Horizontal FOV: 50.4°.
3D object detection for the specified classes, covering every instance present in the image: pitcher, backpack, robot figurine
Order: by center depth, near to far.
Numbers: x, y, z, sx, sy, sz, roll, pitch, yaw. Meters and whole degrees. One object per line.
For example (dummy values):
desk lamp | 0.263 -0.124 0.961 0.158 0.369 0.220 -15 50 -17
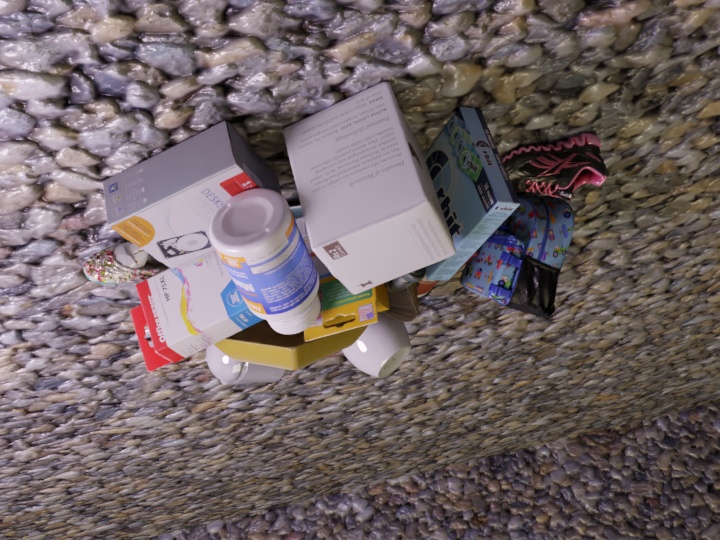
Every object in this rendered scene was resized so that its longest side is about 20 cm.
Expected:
backpack | 0.278 -0.041 1.334 0.133 0.183 0.203 16 99 -19
pitcher | 0.008 0.101 1.423 0.121 0.200 0.171 -44 156 5
robot figurine | -0.216 0.161 1.496 0.198 0.113 0.171 5 125 -36

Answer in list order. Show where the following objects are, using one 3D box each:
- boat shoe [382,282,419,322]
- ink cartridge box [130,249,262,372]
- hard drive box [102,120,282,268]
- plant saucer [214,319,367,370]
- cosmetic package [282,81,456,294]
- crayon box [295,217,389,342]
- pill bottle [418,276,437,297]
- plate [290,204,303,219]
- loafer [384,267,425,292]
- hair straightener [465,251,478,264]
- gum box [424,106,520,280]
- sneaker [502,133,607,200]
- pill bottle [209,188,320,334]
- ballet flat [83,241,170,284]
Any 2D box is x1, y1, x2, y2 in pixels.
boat shoe | 0.069 0.021 1.267 0.071 0.069 0.201 15 154 10
ink cartridge box | -0.257 0.056 1.143 0.198 0.117 0.067 -26 157 1
hard drive box | -0.227 -0.100 1.061 0.198 0.078 0.156 -24 152 12
plant saucer | -0.110 0.110 1.230 0.198 0.049 0.199 3 -167 39
cosmetic package | 0.013 -0.107 1.046 0.163 0.202 0.165 -22 152 11
crayon box | -0.028 0.004 1.150 0.124 0.203 0.052 -16 154 22
pill bottle | 0.099 -0.023 1.341 0.111 0.113 0.200 0 148 -29
plate | -0.113 -0.056 1.257 0.197 0.026 0.201 -12 152 -7
loafer | 0.050 -0.061 1.155 0.071 0.202 0.063 21 138 -33
hair straightener | 0.157 -0.021 1.412 0.040 0.078 0.200 13 149 -15
gum box | 0.139 -0.110 1.142 0.044 0.172 0.200 1 148 -29
sneaker | 0.307 -0.153 1.241 0.197 0.096 0.079 -16 154 2
pill bottle | -0.120 -0.003 1.043 0.111 0.113 0.201 -18 136 2
ballet flat | -0.319 -0.022 1.166 0.198 0.076 0.064 -4 142 -41
